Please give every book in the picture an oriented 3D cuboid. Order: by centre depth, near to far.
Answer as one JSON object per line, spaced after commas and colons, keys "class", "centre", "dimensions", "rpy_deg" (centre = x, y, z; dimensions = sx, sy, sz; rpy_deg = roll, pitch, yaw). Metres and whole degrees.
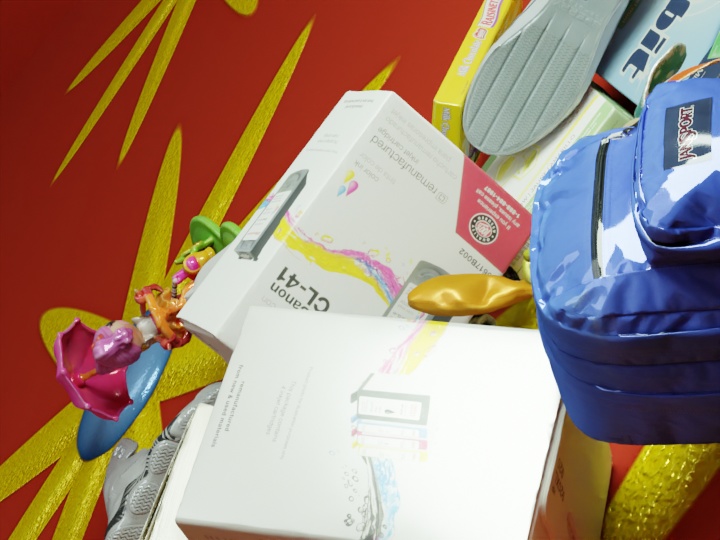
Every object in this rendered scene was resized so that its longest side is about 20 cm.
{"class": "book", "centre": [-0.135, 0.209, 1.315], "dimensions": [0.200, 0.048, 0.134], "rpy_deg": [102, -176, -55]}

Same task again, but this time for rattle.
{"class": "rattle", "centre": [0.127, -0.061, 1.048], "dimensions": [0.130, 0.143, 0.200], "rpy_deg": [-77, 4, -58]}

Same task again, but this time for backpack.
{"class": "backpack", "centre": [0.181, -0.012, 0.821], "dimensions": [0.200, 0.168, 0.163], "rpy_deg": [-8, 40, 20]}

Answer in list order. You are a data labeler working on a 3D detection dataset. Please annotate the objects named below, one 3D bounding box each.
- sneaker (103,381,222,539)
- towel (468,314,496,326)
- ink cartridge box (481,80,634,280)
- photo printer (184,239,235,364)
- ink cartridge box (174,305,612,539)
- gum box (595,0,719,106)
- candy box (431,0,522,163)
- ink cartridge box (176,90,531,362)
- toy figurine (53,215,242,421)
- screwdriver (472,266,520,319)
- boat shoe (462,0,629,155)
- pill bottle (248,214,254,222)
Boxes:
{"class": "sneaker", "centre": [-0.172, 0.168, 1.502], "dimensions": [0.200, 0.075, 0.115], "rpy_deg": [-57, 25, 11]}
{"class": "towel", "centre": [0.020, 0.121, 1.164], "dimensions": [0.200, 0.036, 0.148], "rpy_deg": [-47, 8, 40]}
{"class": "ink cartridge box", "centre": [0.127, -0.086, 1.254], "dimensions": [0.146, 0.048, 0.200], "rpy_deg": [-53, 25, 13]}
{"class": "photo printer", "centre": [-0.035, 0.032, 1.284], "dimensions": [0.200, 0.166, 0.069], "rpy_deg": [-34, 12, 44]}
{"class": "ink cartridge box", "centre": [0.028, 0.123, 0.950], "dimensions": [0.200, 0.147, 0.145], "rpy_deg": [4, 56, 21]}
{"class": "gum box", "centre": [0.241, -0.180, 1.141], "dimensions": [0.170, 0.045, 0.200], "rpy_deg": [-55, 22, 11]}
{"class": "candy box", "centre": [0.091, -0.141, 1.302], "dimensions": [0.200, 0.026, 0.102], "rpy_deg": [-64, -21, -47]}
{"class": "ink cartridge box", "centre": [0.000, 0.000, 1.119], "dimensions": [0.200, 0.148, 0.086], "rpy_deg": [-55, 21, -10]}
{"class": "toy figurine", "centre": [-0.176, 0.054, 1.446], "dimensions": [0.184, 0.150, 0.200], "rpy_deg": [-32, -6, -18]}
{"class": "screwdriver", "centre": [0.031, 0.050, 1.201], "dimensions": [0.200, 0.028, 0.029], "rpy_deg": [-30, 15, 27]}
{"class": "boat shoe", "centre": [0.148, -0.167, 1.189], "dimensions": [0.200, 0.074, 0.067], "rpy_deg": [-52, -5, 21]}
{"class": "pill bottle", "centre": [-0.020, -0.029, 1.395], "dimensions": [0.200, 0.113, 0.113], "rpy_deg": [-11, 51, 60]}
